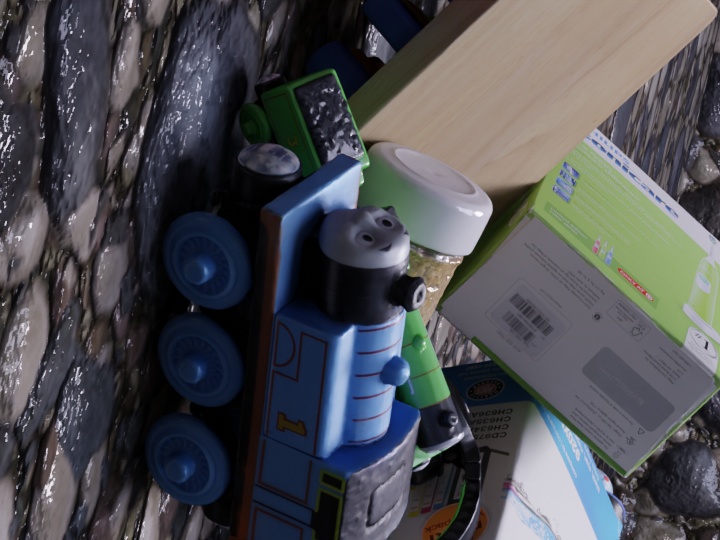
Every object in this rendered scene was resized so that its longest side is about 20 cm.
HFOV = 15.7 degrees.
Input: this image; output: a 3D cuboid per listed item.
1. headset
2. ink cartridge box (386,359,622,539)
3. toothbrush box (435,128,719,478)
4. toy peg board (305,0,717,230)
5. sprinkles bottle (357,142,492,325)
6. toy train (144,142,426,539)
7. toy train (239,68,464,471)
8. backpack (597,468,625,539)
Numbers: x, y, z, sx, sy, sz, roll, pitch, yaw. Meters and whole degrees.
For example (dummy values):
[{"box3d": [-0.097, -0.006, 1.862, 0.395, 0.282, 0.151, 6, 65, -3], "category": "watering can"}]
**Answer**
[{"box3d": [0.002, 0.087, 1.410, 0.094, 0.123, 0.200, 84, 3, -62], "category": "headset"}, {"box3d": [0.045, 0.172, 1.480, 0.200, 0.147, 0.145, -71, 144, -49], "category": "ink cartridge box"}, {"box3d": [0.137, 0.009, 1.501, 0.086, 0.146, 0.200, -46, -175, 23], "category": "toothbrush box"}, {"box3d": [0.058, -0.126, 1.356, 0.200, 0.098, 0.199, -43, 156, 9], "category": "toy peg board"}, {"box3d": [-0.008, 0.037, 1.292, 0.200, 0.068, 0.068, -62, 172, 16], "category": "sprinkles bottle"}, {"box3d": [-0.029, 0.041, 1.179, 0.087, 0.114, 0.200, -39, 143, -52], "category": "toy train"}, {"box3d": [0.000, 0.000, 1.215, 0.042, 0.056, 0.200, -26, 98, -35], "category": "toy train"}, {"box3d": [0.075, 0.205, 1.714, 0.147, 0.183, 0.200, -57, 163, -54], "category": "backpack"}]
